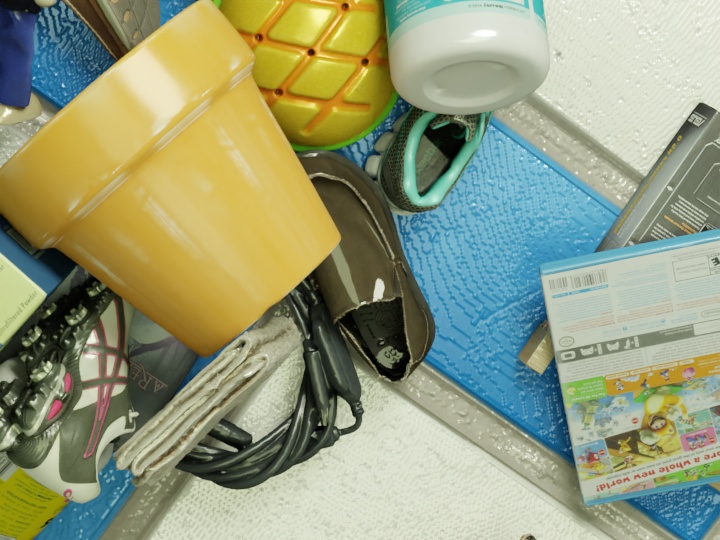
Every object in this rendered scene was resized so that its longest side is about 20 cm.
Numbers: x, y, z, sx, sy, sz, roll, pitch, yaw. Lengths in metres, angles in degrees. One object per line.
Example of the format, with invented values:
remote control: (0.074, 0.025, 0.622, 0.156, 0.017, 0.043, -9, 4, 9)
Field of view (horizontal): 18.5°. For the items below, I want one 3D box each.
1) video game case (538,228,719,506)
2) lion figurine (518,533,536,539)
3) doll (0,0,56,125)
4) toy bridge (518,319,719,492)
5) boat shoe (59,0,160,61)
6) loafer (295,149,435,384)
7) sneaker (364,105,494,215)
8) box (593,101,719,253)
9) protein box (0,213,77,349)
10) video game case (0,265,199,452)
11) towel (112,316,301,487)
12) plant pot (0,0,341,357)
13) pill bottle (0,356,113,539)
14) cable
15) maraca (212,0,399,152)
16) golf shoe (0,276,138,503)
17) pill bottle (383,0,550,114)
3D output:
video game case: (0.220, 0.074, 1.657, 0.143, 0.018, 0.200, -11, 112, 3)
lion figurine: (0.128, 0.264, 1.696, 0.200, 0.073, 0.122, 29, 130, -19)
doll: (-0.248, -0.204, 1.510, 0.048, 0.136, 0.200, -23, 137, -38)
toy bridge: (0.220, 0.094, 1.697, 0.200, 0.027, 0.067, 33, 95, -13)
boat shoe: (-0.209, -0.232, 1.553, 0.072, 0.076, 0.200, -18, 110, 30)
loafer: (0.000, 0.000, 1.600, 0.073, 0.071, 0.200, -25, 118, 16)
sneaker: (0.075, -0.124, 1.598, 0.077, 0.091, 0.200, 23, 98, -13)
box: (0.295, -0.007, 1.676, 0.200, 0.048, 0.159, 32, 97, -13)
protein box: (-0.316, -0.014, 1.497, 0.200, 0.199, 0.135, 41, 95, -5)
video game case: (-0.173, 0.018, 1.606, 0.143, 0.019, 0.200, 34, 99, 2)
towel: (-0.101, 0.088, 1.516, 0.133, 0.200, 0.034, -42, 89, 7)
plant pot: (-0.118, -0.049, 1.486, 0.200, 0.200, 0.183, -40, 94, 2)
pill bottle: (-0.275, 0.160, 1.589, 0.104, 0.104, 0.200, 40, 112, -14)
cable: (-0.095, 0.057, 1.638, 0.163, 0.051, 0.200, -22, 96, 6)
maraca: (-0.045, -0.180, 1.560, 0.137, 0.107, 0.200, -21, 104, -3)
golf shoe: (-0.192, 0.074, 1.527, 0.077, 0.200, 0.088, -24, 117, 35)
pill bottle: (0.068, -0.218, 1.537, 0.111, 0.111, 0.200, -1, 67, -8)
